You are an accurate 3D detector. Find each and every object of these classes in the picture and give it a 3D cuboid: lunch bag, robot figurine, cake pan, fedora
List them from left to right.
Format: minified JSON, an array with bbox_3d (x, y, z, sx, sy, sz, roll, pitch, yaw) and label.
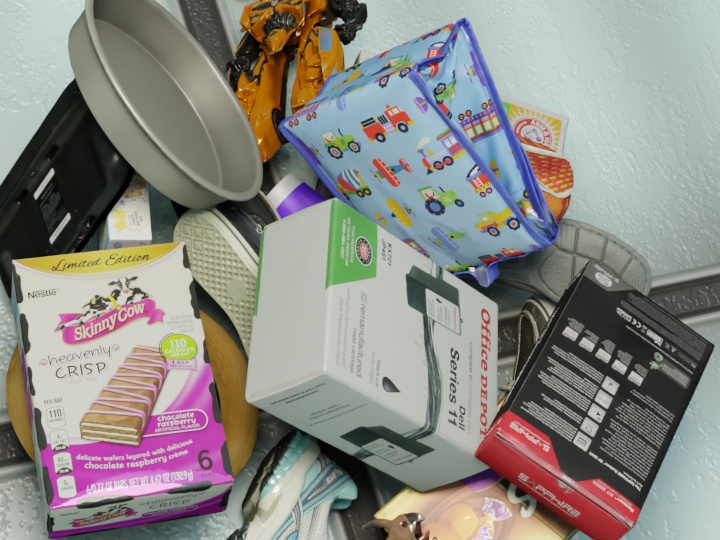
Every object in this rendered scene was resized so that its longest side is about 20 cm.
[{"bbox_3d":[-0.178,0.110,1.318,0.198,0.082,0.203,5,60,-9],"label":"fedora"},{"bbox_3d":[-0.151,-0.130,1.290,0.200,0.037,0.201,48,21,-25],"label":"cake pan"},{"bbox_3d":[-0.063,-0.178,1.462,0.058,0.144,0.201,50,28,-39],"label":"robot figurine"},{"bbox_3d":[0.057,-0.072,1.332,0.201,0.150,0.094,59,44,-16],"label":"lunch bag"}]

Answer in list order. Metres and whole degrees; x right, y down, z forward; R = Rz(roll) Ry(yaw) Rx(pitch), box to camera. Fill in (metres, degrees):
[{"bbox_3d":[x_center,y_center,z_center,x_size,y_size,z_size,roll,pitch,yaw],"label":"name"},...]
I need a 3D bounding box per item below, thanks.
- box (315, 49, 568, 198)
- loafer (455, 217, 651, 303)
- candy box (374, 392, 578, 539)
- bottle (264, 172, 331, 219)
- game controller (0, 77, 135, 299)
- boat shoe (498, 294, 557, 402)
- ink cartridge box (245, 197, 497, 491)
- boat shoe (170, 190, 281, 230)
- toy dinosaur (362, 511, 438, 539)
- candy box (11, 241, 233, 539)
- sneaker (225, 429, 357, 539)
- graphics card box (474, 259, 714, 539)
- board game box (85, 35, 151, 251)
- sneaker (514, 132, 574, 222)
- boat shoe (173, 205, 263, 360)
[{"bbox_3d":[0.071,-0.094,1.484,0.198,0.102,0.114,17,60,-7],"label":"box"},{"bbox_3d":[0.148,-0.013,1.434,0.198,0.063,0.073,12,93,6],"label":"loafer"},{"bbox_3d":[0.122,0.174,1.346,0.200,0.056,0.117,-41,77,-4],"label":"candy box"},{"bbox_3d":[0.000,0.000,1.436,0.200,0.065,0.083,43,54,8],"label":"bottle"},{"bbox_3d":[-0.236,-0.060,1.324,0.042,0.200,0.105,-7,59,-46],"label":"game controller"},{"bbox_3d":[0.150,0.113,1.420,0.063,0.071,0.202,1,65,-17],"label":"boat shoe"},{"bbox_3d":[0.015,0.060,1.270,0.199,0.083,0.148,31,50,-40],"label":"ink cartridge box"},{"bbox_3d":[-0.096,-0.011,1.403,0.202,0.074,0.063,53,23,11],"label":"boat shoe"},{"bbox_3d":[-0.004,0.290,1.278,0.199,0.086,0.136,-38,78,-23],"label":"toy dinosaur"},{"bbox_3d":[-0.178,0.084,1.247,0.135,0.061,0.202,-7,62,-16],"label":"candy box"},{"bbox_3d":[-0.061,0.223,1.300,0.086,0.078,0.201,32,62,-8],"label":"sneaker"},{"bbox_3d":[0.182,0.098,1.296,0.125,0.051,0.201,33,52,0],"label":"graphics card box"},{"bbox_3d":[-0.202,-0.084,1.380,0.034,0.135,0.202,1,64,-16],"label":"board game box"},{"bbox_3d":[0.084,-0.096,1.393,0.200,0.078,0.073,41,42,24],"label":"sneaker"},{"bbox_3d":[-0.069,0.029,1.330,0.201,0.074,0.062,53,30,3],"label":"boat shoe"}]
